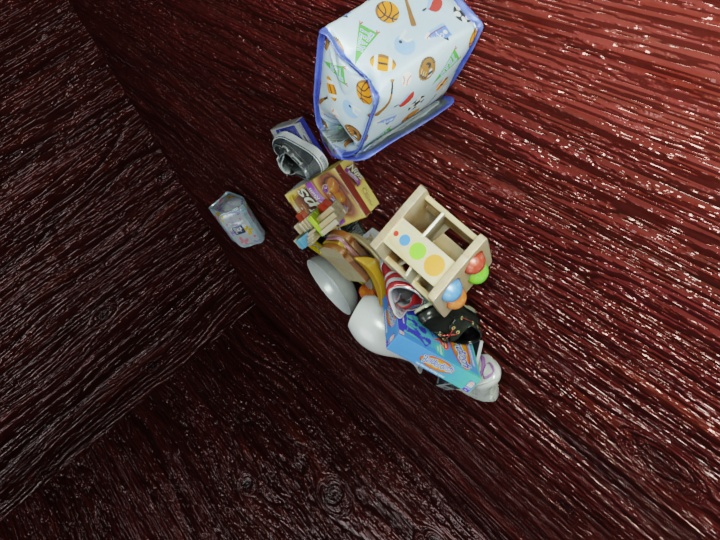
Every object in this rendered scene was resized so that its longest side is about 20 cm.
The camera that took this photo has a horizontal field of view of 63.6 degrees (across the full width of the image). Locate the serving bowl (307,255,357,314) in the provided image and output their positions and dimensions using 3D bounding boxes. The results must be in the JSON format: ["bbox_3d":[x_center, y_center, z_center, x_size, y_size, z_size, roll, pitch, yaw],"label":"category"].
[{"bbox_3d":[-0.071,0.030,1.702,0.200,0.066,0.201,46,165,16],"label":"serving bowl"}]

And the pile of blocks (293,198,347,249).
[{"bbox_3d":[-0.105,-0.095,1.200,0.062,0.082,0.199,48,146,-10],"label":"pile of blocks"}]

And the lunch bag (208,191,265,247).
[{"bbox_3d":[-0.455,-0.186,2.167,0.198,0.127,0.171,21,149,47],"label":"lunch bag"}]

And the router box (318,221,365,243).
[{"bbox_3d":[-0.074,-0.125,1.403,0.199,0.051,0.151,20,145,57],"label":"router box"}]

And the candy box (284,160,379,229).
[{"bbox_3d":[-0.064,-0.150,1.222,0.198,0.056,0.118,-15,115,53],"label":"candy box"}]

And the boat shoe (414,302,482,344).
[{"bbox_3d":[0.167,0.096,1.066,0.200,0.073,0.064,20,-131,-53],"label":"boat shoe"}]

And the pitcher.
[{"bbox_3d":[0.077,0.129,1.291,0.197,0.122,0.173,30,152,8],"label":"pitcher"}]

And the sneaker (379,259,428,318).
[{"bbox_3d":[0.118,0.054,1.097,0.198,0.071,0.114,31,-149,-25],"label":"sneaker"}]

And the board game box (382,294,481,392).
[{"bbox_3d":[0.136,0.131,1.129,0.198,0.045,0.153,30,-152,-19],"label":"board game box"}]

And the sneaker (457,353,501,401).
[{"bbox_3d":[0.274,0.239,1.264,0.098,0.076,0.200,30,162,0],"label":"sneaker"}]

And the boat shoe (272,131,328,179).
[{"bbox_3d":[-0.144,-0.234,1.216,0.199,0.067,0.072,34,157,46],"label":"boat shoe"}]

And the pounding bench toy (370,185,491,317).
[{"bbox_3d":[0.133,-0.012,0.963,0.156,0.125,0.200,42,179,22],"label":"pounding bench toy"}]

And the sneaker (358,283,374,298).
[{"bbox_3d":[0.066,0.056,1.420,0.198,0.072,0.078,17,133,48],"label":"sneaker"}]

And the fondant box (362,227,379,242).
[{"bbox_3d":[0.086,0.011,1.267,0.199,0.058,0.146,35,157,40],"label":"fondant box"}]

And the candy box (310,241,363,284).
[{"bbox_3d":[-0.067,-0.027,1.527,0.102,0.027,0.199,30,175,46],"label":"candy box"}]

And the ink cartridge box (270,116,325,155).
[{"bbox_3d":[-0.132,-0.280,1.264,0.096,0.037,0.199,58,165,-21],"label":"ink cartridge box"}]

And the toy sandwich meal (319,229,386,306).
[{"bbox_3d":[0.000,0.000,1.237,0.205,0.070,0.206,44,162,18],"label":"toy sandwich meal"}]

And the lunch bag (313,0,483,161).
[{"bbox_3d":[0.034,-0.227,0.704,0.125,0.169,0.200,53,163,6],"label":"lunch bag"}]

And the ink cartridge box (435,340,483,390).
[{"bbox_3d":[0.210,0.209,1.282,0.038,0.102,0.200,17,163,-5],"label":"ink cartridge box"}]
